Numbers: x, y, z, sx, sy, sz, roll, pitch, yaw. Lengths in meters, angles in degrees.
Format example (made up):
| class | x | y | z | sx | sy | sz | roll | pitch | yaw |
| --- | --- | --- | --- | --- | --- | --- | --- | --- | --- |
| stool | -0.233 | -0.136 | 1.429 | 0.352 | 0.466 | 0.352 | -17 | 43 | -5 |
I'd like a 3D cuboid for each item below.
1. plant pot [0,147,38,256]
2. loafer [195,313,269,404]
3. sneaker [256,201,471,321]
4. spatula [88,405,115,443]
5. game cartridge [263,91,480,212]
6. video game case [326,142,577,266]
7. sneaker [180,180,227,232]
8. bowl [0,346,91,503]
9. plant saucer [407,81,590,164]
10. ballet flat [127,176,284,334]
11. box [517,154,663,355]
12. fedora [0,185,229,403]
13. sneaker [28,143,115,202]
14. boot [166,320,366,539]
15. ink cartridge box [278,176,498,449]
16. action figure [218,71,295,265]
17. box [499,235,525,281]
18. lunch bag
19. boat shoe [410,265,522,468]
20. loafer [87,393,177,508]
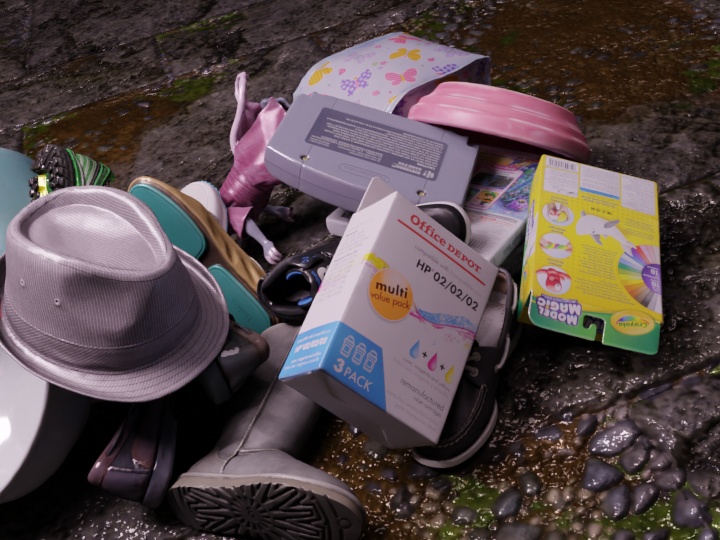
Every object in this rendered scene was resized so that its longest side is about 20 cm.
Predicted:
| class | x | y | z | sx | sy | sz | roll | pitch | yaw |
| --- | --- | --- | --- | --- | --- | --- | --- | --- | --- |
| plant pot | -0.367 | 0.003 | 0.905 | 0.200 | 0.202 | 0.161 | -30 | 53 | -21 |
| loafer | -0.128 | 0.067 | 0.806 | 0.063 | 0.072 | 0.200 | -29 | 18 | -13 |
| sneaker | 0.000 | 0.000 | 0.802 | 0.199 | 0.074 | 0.112 | -24 | -2 | 21 |
| spatula | -0.256 | 0.127 | 0.835 | 0.199 | 0.021 | 0.056 | 28 | 57 | 38 |
| game cartridge | 0.012 | -0.109 | 0.888 | 0.198 | 0.042 | 0.134 | 18 | 48 | 5 |
| video game case | 0.094 | -0.074 | 0.921 | 0.199 | 0.024 | 0.182 | 16 | 45 | 36 |
| sneaker | -0.202 | -0.013 | 0.908 | 0.076 | 0.081 | 0.201 | 8 | 62 | 33 |
| bowl | -0.300 | 0.113 | 0.779 | 0.200 | 0.090 | 0.203 | -12 | 67 | 31 |
| plant saucer | 0.151 | -0.159 | 0.964 | 0.198 | 0.051 | 0.201 | 14 | 5 | -1 |
| ballet flat | -0.146 | -0.016 | 0.876 | 0.068 | 0.200 | 0.063 | -34 | 10 | 31 |
| box | 0.204 | -0.010 | 0.793 | 0.116 | 0.049 | 0.201 | 14 | 47 | 2 |
| fedora | -0.199 | 0.001 | 0.697 | 0.199 | 0.091 | 0.177 | 30 | 45 | 22 |
| sneaker | -0.249 | -0.024 | 0.837 | 0.078 | 0.085 | 0.202 | -30 | 63 | 39 |
| boot | -0.047 | 0.125 | 0.736 | 0.180 | 0.073 | 0.200 | 4 | 33 | 25 |
| ink cartridge box | 0.033 | 0.023 | 0.707 | 0.068 | 0.115 | 0.201 | -23 | 38 | 55 |
| action figure | -0.124 | -0.093 | 0.976 | 0.201 | 0.148 | 0.134 | -53 | 14 | 4 |
| box | 0.118 | -0.055 | 0.941 | 0.136 | 0.040 | 0.200 | -29 | 38 | -18 |
| lunch bag | 0.037 | -0.204 | 1.104 | 0.199 | 0.128 | 0.169 | -27 | 38 | -34 |
| boat shoe | 0.091 | 0.075 | 0.752 | 0.073 | 0.061 | 0.200 | 10 | 42 | 26 |
| loafer | -0.191 | 0.116 | 0.763 | 0.062 | 0.072 | 0.200 | 15 | 24 | -19 |
